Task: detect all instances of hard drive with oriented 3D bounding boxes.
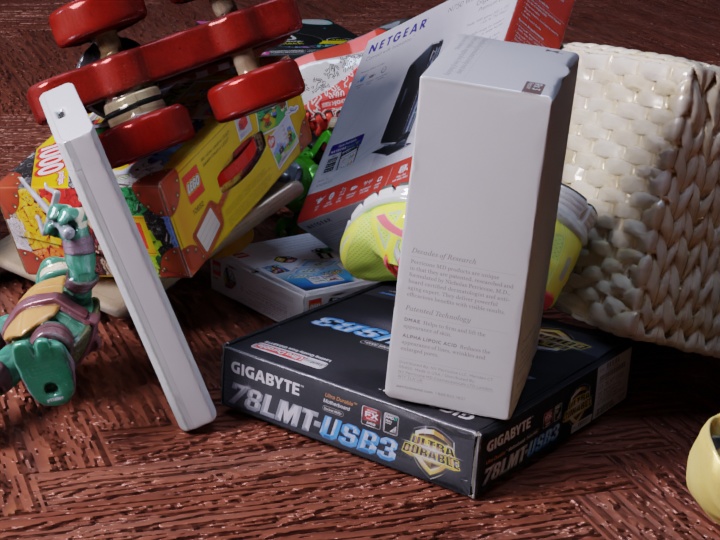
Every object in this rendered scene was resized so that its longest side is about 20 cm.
[{"bbox_3d":[-0.148,-0.011,1.050,0.026,0.201,0.132,-23,23,-7],"label":"hard drive"}]

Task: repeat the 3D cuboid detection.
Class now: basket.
[{"bbox_3d":[0.223,-0.047,1.150,0.160,0.199,0.200,8,9,-25],"label":"basket"}]

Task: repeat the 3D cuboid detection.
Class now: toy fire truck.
[{"bbox_3d":[-0.136,-0.144,1.168,0.199,0.113,0.168,-23,4,-12],"label":"toy fire truck"}]

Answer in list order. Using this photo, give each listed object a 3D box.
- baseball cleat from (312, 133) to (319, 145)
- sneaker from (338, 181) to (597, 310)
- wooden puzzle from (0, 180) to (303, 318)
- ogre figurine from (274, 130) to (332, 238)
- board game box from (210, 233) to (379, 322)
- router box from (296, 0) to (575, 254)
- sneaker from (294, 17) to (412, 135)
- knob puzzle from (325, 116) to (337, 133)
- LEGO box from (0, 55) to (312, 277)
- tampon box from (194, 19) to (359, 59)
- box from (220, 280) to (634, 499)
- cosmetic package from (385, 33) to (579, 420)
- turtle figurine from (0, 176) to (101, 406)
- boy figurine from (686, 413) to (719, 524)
[{"bbox_3d":[-0.044,-0.127,1.550,0.199,0.107,0.070,-8,15,-30],"label":"baseball cleat"},{"bbox_3d":[0.059,-0.006,1.120,0.199,0.091,0.078,-7,-33,41],"label":"sneaker"},{"bbox_3d":[-0.166,-0.026,1.273,0.199,0.046,0.185,14,40,43],"label":"wooden puzzle"},{"bbox_3d":[-0.060,-0.079,1.411,0.120,0.098,0.200,26,-15,40],"label":"ogre figurine"},{"bbox_3d":[0.000,0.000,1.295,0.199,0.035,0.126,-11,22,-35],"label":"board game box"},{"bbox_3d":[0.053,-0.116,1.224,0.049,0.180,0.200,34,-30,-26],"label":"router box"},{"bbox_3d":[-0.007,-0.144,1.485,0.201,0.067,0.108,-27,68,-18],"label":"sneaker"},{"bbox_3d":[0.054,-0.094,1.446,0.219,0.031,0.220,19,-12,4],"label":"knob puzzle"},{"bbox_3d":[-0.149,-0.079,1.228,0.148,0.077,0.200,0,32,28],"label":"LEGO box"},{"bbox_3d":[-0.071,-0.175,1.666,0.149,0.127,0.200,-4,19,-21],"label":"tampon box"},{"bbox_3d":[0.045,0.067,1.082,0.199,0.050,0.198,16,21,33],"label":"box"},{"bbox_3d":[0.072,-0.028,0.981,0.081,0.201,0.113,9,20,12],"label":"cosmetic package"},{"bbox_3d":[-0.211,0.025,1.060,0.101,0.150,0.200,38,22,-20],"label":"turtle figurine"},{"bbox_3d":[0.251,0.137,0.880,0.124,0.065,0.200,-10,25,-26],"label":"boy figurine"}]
